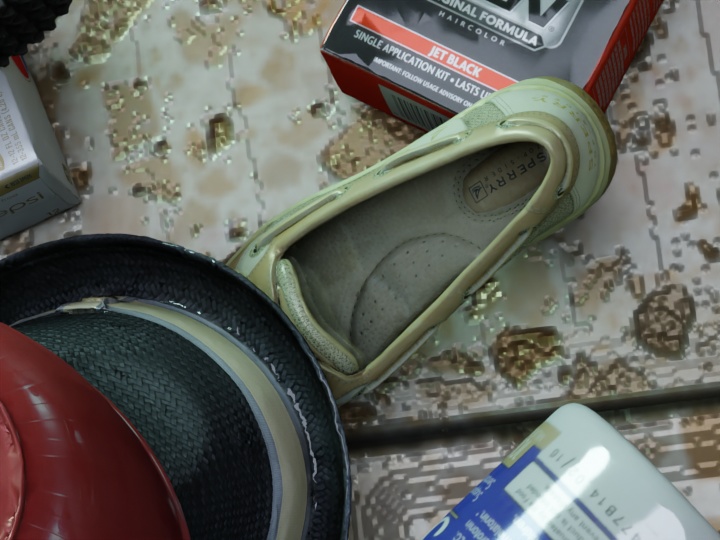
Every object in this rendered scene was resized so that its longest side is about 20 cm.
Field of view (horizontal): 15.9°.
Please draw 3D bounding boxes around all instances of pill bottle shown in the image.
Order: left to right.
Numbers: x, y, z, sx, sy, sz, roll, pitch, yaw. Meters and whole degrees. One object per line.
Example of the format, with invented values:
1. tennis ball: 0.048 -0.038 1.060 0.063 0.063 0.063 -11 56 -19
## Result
1. pill bottle: 0.042 0.154 0.889 0.200 0.120 0.120 -43 75 -3

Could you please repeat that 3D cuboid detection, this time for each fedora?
1. fedora: -0.106 0.078 0.914 0.199 0.091 0.202 1 91 29

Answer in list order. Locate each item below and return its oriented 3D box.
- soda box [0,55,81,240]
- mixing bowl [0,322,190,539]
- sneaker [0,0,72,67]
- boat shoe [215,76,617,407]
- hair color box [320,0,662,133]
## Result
1. soda box: -0.180 -0.107 1.013 0.068 0.064 0.201 -24 75 3
2. mixing bowl: -0.147 0.085 0.779 0.199 0.109 0.201 2 65 -5
3. sneaker: -0.203 -0.100 0.945 0.199 0.070 0.094 -24 80 7
4. boat shoe: 0.002 0.002 0.930 0.200 0.063 0.073 -32 90 23
5. hair color box: 0.076 -0.142 0.982 0.101 0.061 0.201 26 82 13
